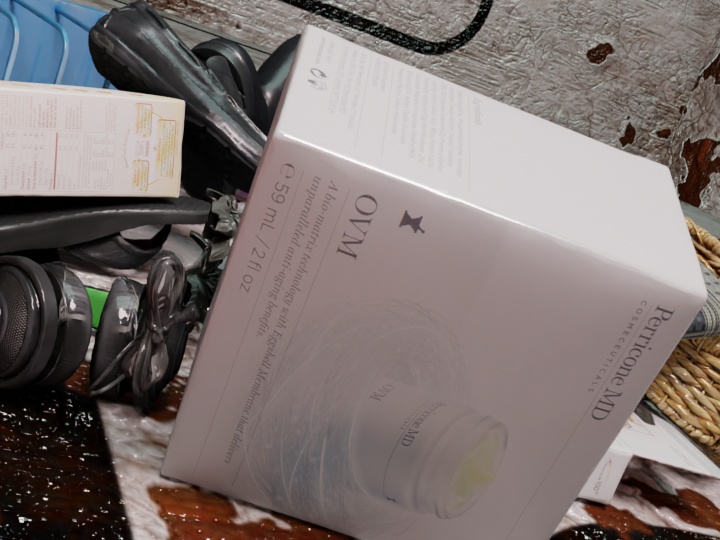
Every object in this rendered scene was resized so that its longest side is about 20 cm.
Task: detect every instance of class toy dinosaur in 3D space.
[{"bbox_3d":[-0.046,0.010,0.699,0.133,0.104,0.201,12,27,-18],"label":"toy dinosaur"}]

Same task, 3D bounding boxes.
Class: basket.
[{"bbox_3d":[0.264,0.036,0.861,0.200,0.149,0.142,46,7,34],"label":"basket"}]

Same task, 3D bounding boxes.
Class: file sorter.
[{"bbox_3d":[-0.260,-0.154,0.935,0.122,0.141,0.198,33,18,37],"label":"file sorter"}]

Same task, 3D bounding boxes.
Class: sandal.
[{"bbox_3d":[-0.195,-0.026,0.761,0.198,0.049,0.075,-9,22,-38],"label":"sandal"}]

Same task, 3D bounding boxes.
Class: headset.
[{"bbox_3d":[-0.140,0.020,0.562,0.122,0.096,0.199,12,5,-31],"label":"headset"}]

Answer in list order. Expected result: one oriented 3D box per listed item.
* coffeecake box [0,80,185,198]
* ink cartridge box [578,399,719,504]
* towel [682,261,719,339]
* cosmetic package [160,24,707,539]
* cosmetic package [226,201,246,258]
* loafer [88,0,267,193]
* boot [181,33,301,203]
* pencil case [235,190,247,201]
[{"bbox_3d":[-0.248,-0.096,0.756,0.197,0.075,0.152,-3,13,-42],"label":"coffeecake box"},{"bbox_3d":[0.144,0.102,0.784,0.171,0.044,0.200,19,13,-20],"label":"ink cartridge box"},{"bbox_3d":[0.166,-0.017,0.794,0.190,0.035,0.201,-2,42,-34],"label":"towel"},{"bbox_3d":[0.028,0.024,0.528,0.196,0.202,0.124,18,33,-8],"label":"cosmetic package"},{"bbox_3d":[0.000,0.000,0.800,0.198,0.076,0.101,24,27,39],"label":"cosmetic package"},{"bbox_3d":[-0.121,-0.134,0.823,0.200,0.070,0.068,41,-23,7],"label":"loafer"},{"bbox_3d":[-0.092,-0.168,0.965,0.076,0.201,0.169,31,57,10],"label":"boot"},{"bbox_3d":[-0.116,-0.106,1.089,0.197,0.089,0.088,20,14,-7],"label":"pencil case"}]
